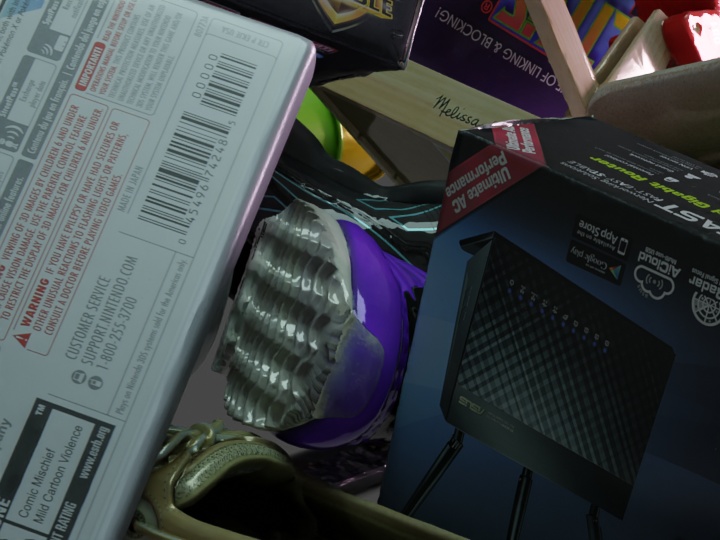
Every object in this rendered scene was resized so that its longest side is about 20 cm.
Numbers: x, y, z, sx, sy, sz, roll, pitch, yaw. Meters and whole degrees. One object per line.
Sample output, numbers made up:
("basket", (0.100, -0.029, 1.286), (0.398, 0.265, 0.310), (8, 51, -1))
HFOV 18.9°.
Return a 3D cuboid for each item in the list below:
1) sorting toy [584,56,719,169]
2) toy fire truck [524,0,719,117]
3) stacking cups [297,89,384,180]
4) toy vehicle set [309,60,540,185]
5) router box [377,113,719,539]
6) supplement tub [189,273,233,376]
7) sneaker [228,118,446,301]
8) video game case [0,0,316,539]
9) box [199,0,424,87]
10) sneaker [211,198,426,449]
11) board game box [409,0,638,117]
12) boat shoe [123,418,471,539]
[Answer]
("sorting toy", (0.211, -0.028, 0.819), (0.200, 0.037, 0.185), (36, -27, -32))
("toy fire truck", (0.125, -0.086, 0.960), (0.141, 0.201, 0.049), (-10, -4, -45))
("stacking cups", (-0.064, -0.051, 0.947), (0.060, 0.061, 0.200), (24, 26, 33))
("toy vehicle set", (0.075, -0.028, 0.898), (0.200, 0.027, 0.124), (29, -11, 39))
("router box", (0.098, 0.060, 0.582), (0.200, 0.151, 0.062), (27, 25, 38))
("supplement tub", (-0.151, -0.029, 0.720), (0.199, 0.133, 0.132), (5, 20, -21))
("sneaker", (0.000, 0.000, 0.848), (0.199, 0.076, 0.079), (20, 50, 4))
("video game case", (-0.130, -0.009, 0.610), (0.182, 0.201, 0.022), (19, -24, 4))
("box", (-0.104, -0.117, 0.799), (0.199, 0.050, 0.198), (18, -9, -24))
("sneaker", (0.010, 0.025, 0.709), (0.099, 0.070, 0.200), (20, 2, -8))
("board game box", (0.098, -0.141, 1.028), (0.200, 0.166, 0.057), (25, 7, -37))
("boat shoe", (-0.020, 0.075, 0.604), (0.073, 0.063, 0.200), (-9, 28, -45))
